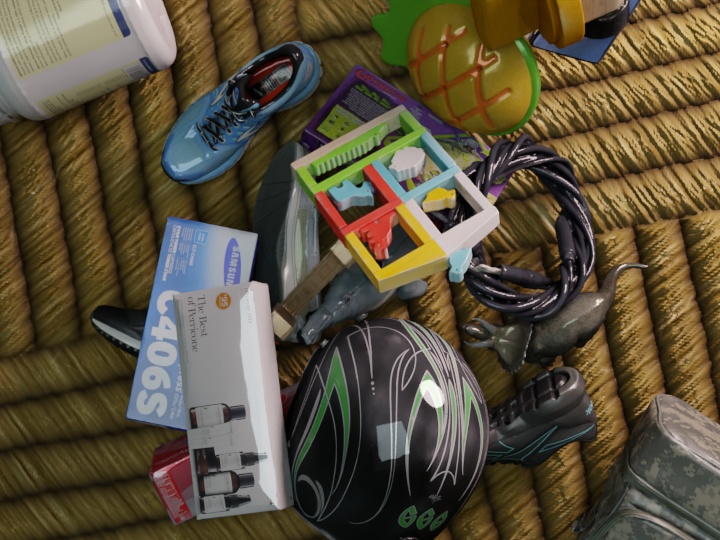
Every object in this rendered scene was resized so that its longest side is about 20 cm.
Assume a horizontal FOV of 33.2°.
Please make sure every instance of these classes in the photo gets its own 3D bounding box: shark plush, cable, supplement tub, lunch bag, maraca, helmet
[{"bbox_3d":[0.000,0.000,1.186,0.198,0.083,0.092,-27,79,-33],"label":"shark plush"},{"bbox_3d":[0.164,-0.045,1.166,0.164,0.051,0.199,50,51,5],"label":"cable"},{"bbox_3d":[-0.301,-0.240,1.216,0.197,0.145,0.147,-21,88,4],"label":"supplement tub"},{"bbox_3d":[0.327,0.248,1.173,0.198,0.139,0.169,32,108,5],"label":"lunch bag"},{"bbox_3d":[0.094,-0.216,1.203,0.199,0.107,0.138,38,135,14],"label":"maraca"},{"bbox_3d":[0.027,0.146,1.119,0.198,0.200,0.193,24,102,4],"label":"helmet"}]

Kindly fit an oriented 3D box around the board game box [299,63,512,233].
[{"bbox_3d":[0.050,-0.117,1.214,0.198,0.032,0.121,33,56,4],"label":"board game box"}]

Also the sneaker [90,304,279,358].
[{"bbox_3d":[-0.177,0.061,1.248,0.197,0.070,0.091,21,77,3],"label":"sneaker"}]

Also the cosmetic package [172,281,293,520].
[{"bbox_3d":[-0.115,0.117,1.088,0.081,0.051,0.204,-9,83,10],"label":"cosmetic package"}]

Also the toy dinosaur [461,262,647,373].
[{"bbox_3d":[0.202,0.055,1.196,0.197,0.102,0.078,-19,88,5],"label":"toy dinosaur"}]

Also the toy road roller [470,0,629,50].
[{"bbox_3d":[0.155,-0.294,1.109,0.144,0.123,0.202,-23,61,0],"label":"toy road roller"}]

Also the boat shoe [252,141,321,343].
[{"bbox_3d":[-0.066,-0.028,1.233,0.064,0.074,0.206,9,76,-36],"label":"boat shoe"}]

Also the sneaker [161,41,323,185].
[{"bbox_3d":[-0.130,-0.169,1.229,0.200,0.090,0.079,-42,86,4],"label":"sneaker"}]

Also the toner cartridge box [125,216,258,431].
[{"bbox_3d":[-0.164,0.056,1.191,0.093,0.043,0.204,10,80,-3],"label":"toner cartridge box"}]

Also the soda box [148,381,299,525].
[{"bbox_3d":[-0.113,0.179,1.228,0.198,0.070,0.064,-25,105,3],"label":"soda box"}]

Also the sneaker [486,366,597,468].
[{"bbox_3d":[0.145,0.172,1.212,0.198,0.076,0.080,-24,115,17],"label":"sneaker"}]

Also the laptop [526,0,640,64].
[{"bbox_3d":[0.198,-0.327,1.195,0.199,0.116,0.189,34,91,4],"label":"laptop"}]

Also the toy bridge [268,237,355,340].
[{"bbox_3d":[-0.076,0.049,1.148,0.027,0.067,0.200,41,94,-5],"label":"toy bridge"}]

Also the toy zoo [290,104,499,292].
[{"bbox_3d":[0.037,-0.061,1.109,0.130,0.021,0.201,-28,54,-12],"label":"toy zoo"}]
